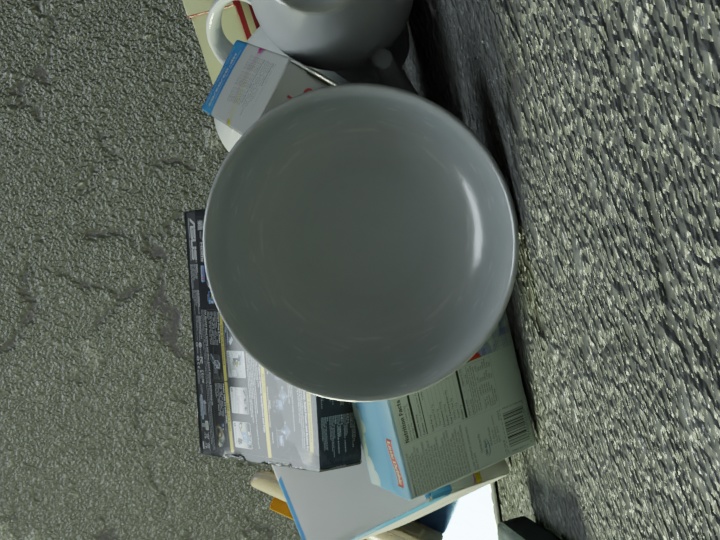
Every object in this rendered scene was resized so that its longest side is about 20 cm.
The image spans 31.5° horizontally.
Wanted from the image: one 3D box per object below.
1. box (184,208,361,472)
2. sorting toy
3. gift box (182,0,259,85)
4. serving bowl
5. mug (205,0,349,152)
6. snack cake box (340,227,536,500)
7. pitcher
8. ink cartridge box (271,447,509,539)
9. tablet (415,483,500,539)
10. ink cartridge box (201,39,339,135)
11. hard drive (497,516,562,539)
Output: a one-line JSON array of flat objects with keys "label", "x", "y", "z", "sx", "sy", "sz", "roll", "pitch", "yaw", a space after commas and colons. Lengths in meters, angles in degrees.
[{"label": "box", "x": -0.071, "y": 0.047, "z": 0.992, "sx": 0.161, "sy": 0.049, "sz": 0.202, "roll": -3, "pitch": 91, "yaw": 51}, {"label": "sorting toy", "x": -0.011, "y": 0.245, "z": 1.265, "sx": 0.200, "sy": 0.184, "sz": 0.037, "roll": 52, "pitch": -118, "yaw": -80}, {"label": "gift box", "x": -0.105, "y": -0.309, "z": 1.520, "sx": 0.200, "sy": 0.183, "sz": 0.188, "roll": -102, "pitch": -5, "yaw": -65}, {"label": "serving bowl", "x": 0.001, "y": -0.020, "z": 0.826, "sx": 0.066, "sy": 0.198, "sz": 0.202, "roll": -71, "pitch": -33, "yaw": -80}, {"label": "mug", "x": -0.082, "y": -0.220, "z": 1.370, "sx": 0.200, "sy": 0.148, "sz": 0.175, "roll": 41, "pitch": 144, "yaw": 0}, {"label": "snack cake box", "x": 0.045, "y": 0.049, "z": 0.928, "sx": 0.067, "sy": 0.114, "sz": 0.202, "roll": 7, "pitch": 113, "yaw": 64}, {"label": "pitcher", "x": -0.002, "y": -0.187, "z": 0.966, "sx": 0.172, "sy": 0.121, "sz": 0.200, "roll": 54, "pitch": -176, "yaw": 9}, {"label": "ink cartridge box", "x": 0.027, "y": 0.151, "z": 1.103, "sx": 0.200, "sy": 0.125, "sz": 0.129, "roll": 5, "pitch": -123, "yaw": -63}, {"label": "tablet", "x": 0.076, "y": 0.207, "z": 1.291, "sx": 0.014, "sy": 0.129, "sz": 0.201, "roll": -58, "pitch": -33, "yaw": -43}, {"label": "ink cartridge box", "x": -0.039, "y": -0.111, "z": 0.973, "sx": 0.068, "sy": 0.115, "sz": 0.200, "roll": -61, "pitch": 24, "yaw": 3}, {"label": "hard drive", "x": 0.148, "y": 0.266, "z": 0.965, "sx": 0.200, "sy": 0.033, "sz": 0.141, "roll": 113, "pitch": 142, "yaw": -85}]
